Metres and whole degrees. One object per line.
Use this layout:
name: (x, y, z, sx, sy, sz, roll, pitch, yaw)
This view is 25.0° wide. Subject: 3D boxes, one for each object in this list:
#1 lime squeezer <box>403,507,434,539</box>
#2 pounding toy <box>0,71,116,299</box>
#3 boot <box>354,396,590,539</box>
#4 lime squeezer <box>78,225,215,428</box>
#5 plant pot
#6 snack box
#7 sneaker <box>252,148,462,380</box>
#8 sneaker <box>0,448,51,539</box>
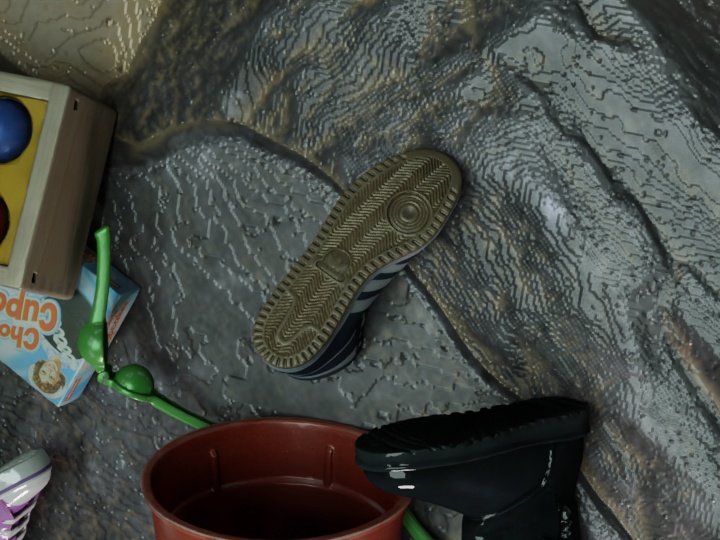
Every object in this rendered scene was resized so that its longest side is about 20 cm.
lime squeezer: (0.062, 0.262, 1.233, 0.070, 0.038, 0.201, -9, 97, 24)
pounding toy: (-0.321, -0.065, 1.238, 0.199, 0.142, 0.185, 12, 87, 13)
boot: (0.085, 0.184, 1.132, 0.076, 0.200, 0.169, 10, 102, 52)
lime squeezer: (-0.175, 0.067, 1.270, 0.071, 0.038, 0.200, -33, 102, -11)
plant pot: (-0.061, 0.239, 1.207, 0.200, 0.201, 0.196, 10, 112, 21)
snack box: (-0.288, 0.005, 1.332, 0.200, 0.037, 0.116, 36, 110, 13)
sneaker: (0.000, 0.000, 1.201, 0.070, 0.109, 0.200, 40, 82, 14)
sneaker: (-0.301, 0.234, 1.367, 0.200, 0.073, 0.114, -39, 87, 34)
